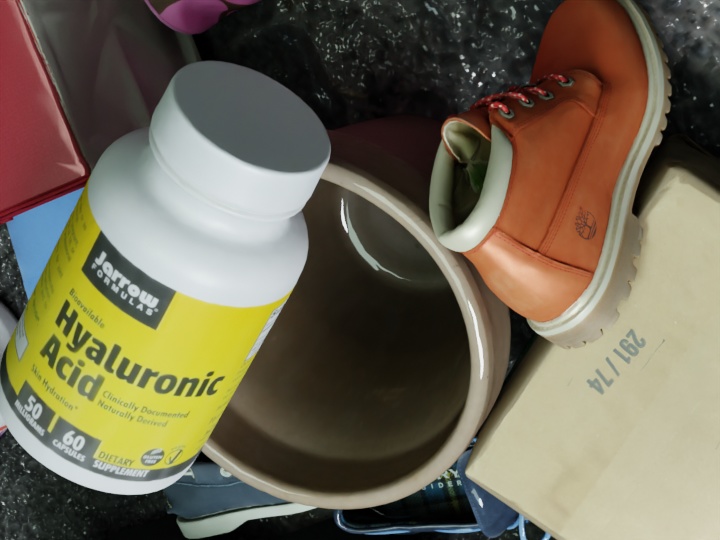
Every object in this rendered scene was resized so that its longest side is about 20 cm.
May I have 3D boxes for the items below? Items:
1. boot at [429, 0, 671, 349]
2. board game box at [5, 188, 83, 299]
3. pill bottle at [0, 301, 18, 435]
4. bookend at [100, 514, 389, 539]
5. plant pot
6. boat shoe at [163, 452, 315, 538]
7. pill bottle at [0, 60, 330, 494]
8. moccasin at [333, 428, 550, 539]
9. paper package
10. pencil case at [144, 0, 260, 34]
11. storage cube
[{"bbox_3d":[0.091,-0.073,1.184,0.107,0.201,0.075,31,143,-28],"label":"boot"},{"bbox_3d":[-0.124,-0.011,1.403,0.157,0.039,0.201,-12,99,26],"label":"board game box"},{"bbox_3d":[-0.292,0.099,1.484,0.112,0.112,0.200,43,123,0],"label":"pill bottle"},{"bbox_3d":[-0.069,0.209,1.436,0.200,0.198,0.093,32,137,62],"label":"bookend"},{"bbox_3d":[0.000,0.000,1.273,0.199,0.175,0.201,9,117,19],"label":"plant pot"},{"bbox_3d":[-0.045,0.101,1.402,0.199,0.075,0.062,-21,107,43],"label":"boat shoe"},{"bbox_3d":[-0.092,0.002,1.147,0.111,0.111,0.201,33,122,6],"label":"pill bottle"},{"bbox_3d":[0.077,0.126,1.361,0.199,0.068,0.081,-17,106,29],"label":"moccasin"},{"bbox_3d":[0.183,0.063,1.236,0.190,0.103,0.201,33,105,5],"label":"paper package"},{"bbox_3d":[-0.038,-0.189,1.250,0.199,0.094,0.091,-23,103,31],"label":"pencil case"},{"bbox_3d":[-0.208,-0.113,1.294,0.179,0.171,0.201,-21,94,25],"label":"storage cube"}]
